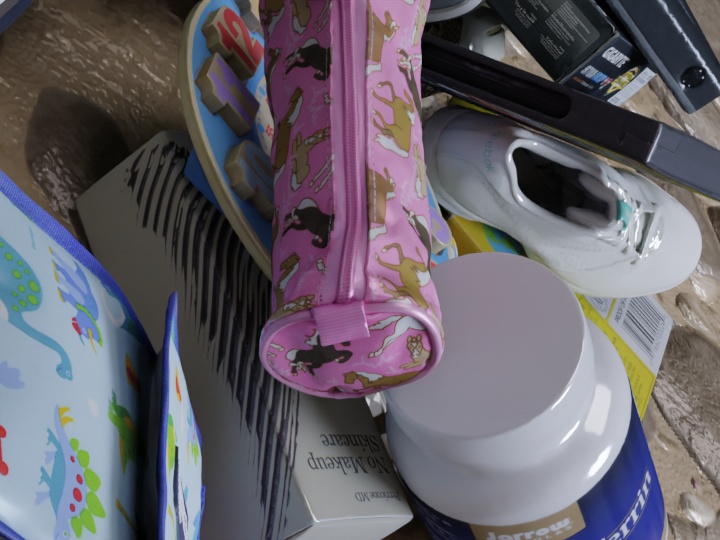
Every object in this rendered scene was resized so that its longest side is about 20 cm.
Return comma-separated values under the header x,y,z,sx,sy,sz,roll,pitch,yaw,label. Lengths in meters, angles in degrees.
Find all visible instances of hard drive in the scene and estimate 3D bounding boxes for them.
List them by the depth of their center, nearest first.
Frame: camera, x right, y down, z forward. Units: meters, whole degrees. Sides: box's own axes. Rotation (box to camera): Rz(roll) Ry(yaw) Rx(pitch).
x,y,z,sx,sy,sz,roll,pitch,yaw,label
0.131,-0.197,1.186,0.200,0.033,0.140,49,16,-33,hard drive

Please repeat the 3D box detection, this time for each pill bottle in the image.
x,y,z,sx,sy,sz,roll,pitch,yaw,label
0.075,0.083,0.991,0.200,0.115,0.116,64,13,-54,pill bottle

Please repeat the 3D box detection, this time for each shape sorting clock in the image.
x,y,z,sx,sy,sz,roll,pitch,yaw,label
-0.016,-0.049,1.013,0.200,0.039,0.201,37,34,-31,shape sorting clock

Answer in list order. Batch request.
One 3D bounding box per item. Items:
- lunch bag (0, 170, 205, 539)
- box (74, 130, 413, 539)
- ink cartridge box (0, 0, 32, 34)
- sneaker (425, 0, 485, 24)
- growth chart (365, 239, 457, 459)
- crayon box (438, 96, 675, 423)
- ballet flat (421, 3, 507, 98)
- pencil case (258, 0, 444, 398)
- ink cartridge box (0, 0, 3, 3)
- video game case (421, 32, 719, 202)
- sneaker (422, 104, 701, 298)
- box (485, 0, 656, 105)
x,y,z,sx,sy,sz,roll,pitch,yaw,label
-0.126,0.081,0.799,0.200,0.127,0.171,47,27,-37,lunch bag
-0.055,0.039,0.973,0.082,0.068,0.201,4,57,-54,box
-0.185,-0.203,1.024,0.137,0.076,0.200,47,31,-13,ink cartridge box
-0.033,-0.186,1.085,0.199,0.084,0.121,18,3,20,sneaker
0.000,0.000,1.106,0.200,0.018,0.145,53,48,-3,growth chart
0.094,-0.001,1.231,0.200,0.051,0.127,49,32,-11,crayon box
0.053,-0.152,1.267,0.075,0.068,0.200,11,27,-3,ballet flat
-0.005,-0.044,0.917,0.086,0.083,0.201,28,50,-41,pencil case
-0.195,-0.108,0.796,0.084,0.200,0.145,44,33,-16,ink cartridge box
0.103,-0.084,1.109,0.180,0.026,0.200,24,5,25,video game case
0.126,-0.030,1.152,0.199,0.088,0.076,20,84,-34,sneaker
0.084,-0.185,1.223,0.200,0.046,0.159,51,12,12,box
